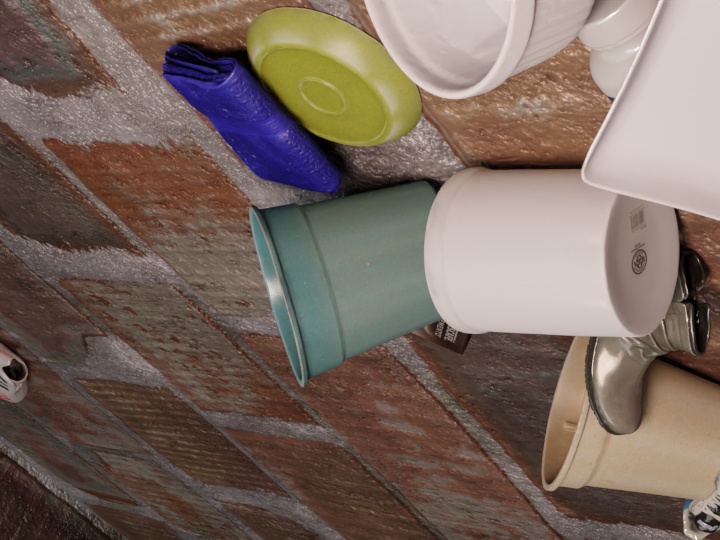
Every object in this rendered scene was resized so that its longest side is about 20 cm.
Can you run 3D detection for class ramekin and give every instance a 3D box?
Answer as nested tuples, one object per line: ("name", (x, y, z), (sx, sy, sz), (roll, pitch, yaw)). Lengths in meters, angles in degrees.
("ramekin", (0.091, -0.238, 1.084), (0.200, 0.104, 0.202), (39, 140, 44))

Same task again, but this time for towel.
("towel", (-0.119, -0.157, 1.553), (0.200, 0.050, 0.147), (44, 168, -37))

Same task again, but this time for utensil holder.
("utensil holder", (0.190, -0.017, 1.421), (0.199, 0.171, 0.170), (3, 146, 38))

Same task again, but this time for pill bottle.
("pill bottle", (0.254, -0.160, 1.152), (0.200, 0.112, 0.111), (42, 151, -28))

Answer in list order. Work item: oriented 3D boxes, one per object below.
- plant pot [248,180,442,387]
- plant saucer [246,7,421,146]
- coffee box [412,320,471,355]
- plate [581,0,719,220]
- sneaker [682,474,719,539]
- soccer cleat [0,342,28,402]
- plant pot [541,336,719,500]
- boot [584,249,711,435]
("plant pot", (0.000, 0.000, 1.555), (0.195, 0.201, 0.201), (-17, 153, -7))
("plant saucer", (-0.034, -0.188, 1.476), (0.199, 0.031, 0.200), (22, 154, 11))
("coffee box", (0.052, 0.008, 1.703), (0.199, 0.080, 0.113), (24, 154, 8))
("plate", (0.284, -0.136, 1.089), (0.198, 0.032, 0.201), (13, 116, -19))
("sneaker", (0.466, 0.297, 1.857), (0.071, 0.073, 0.200), (25, 154, 7))
("soccer cleat", (-0.680, 0.207, 2.816), (0.085, 0.069, 0.201), (22, 150, 21))
("plant pot", (0.323, 0.178, 1.661), (0.182, 0.202, 0.201), (15, 155, -1))
("boot", (0.301, 0.079, 1.498), (0.067, 0.202, 0.130), (-11, -171, -42))
